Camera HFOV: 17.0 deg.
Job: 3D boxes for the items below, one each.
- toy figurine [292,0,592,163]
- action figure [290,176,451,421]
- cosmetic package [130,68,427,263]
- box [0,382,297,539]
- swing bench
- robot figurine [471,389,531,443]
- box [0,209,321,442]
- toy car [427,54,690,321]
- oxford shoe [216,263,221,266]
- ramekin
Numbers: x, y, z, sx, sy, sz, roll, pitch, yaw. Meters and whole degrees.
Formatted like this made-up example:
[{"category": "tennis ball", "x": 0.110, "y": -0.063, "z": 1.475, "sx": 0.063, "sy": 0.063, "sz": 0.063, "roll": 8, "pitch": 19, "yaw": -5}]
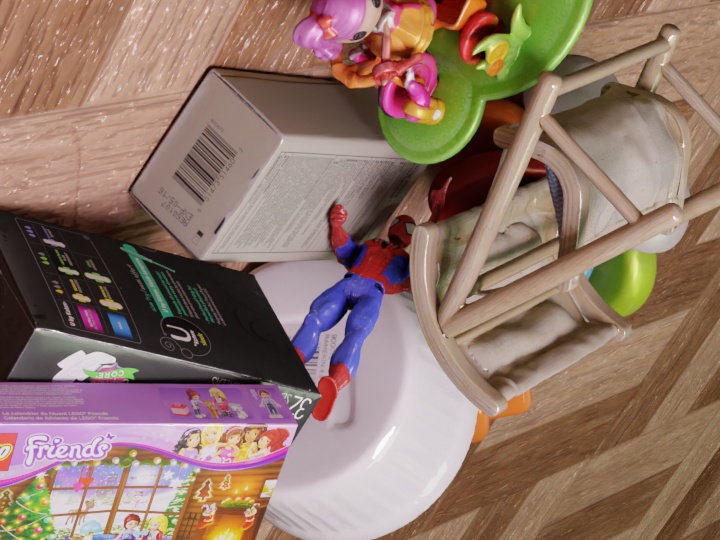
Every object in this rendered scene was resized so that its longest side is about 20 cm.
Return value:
[{"category": "toy figurine", "x": 0.018, "y": -0.168, "z": 1.431, "sx": 0.184, "sy": 0.150, "sz": 0.201, "roll": 10, "pitch": 114, "yaw": -52}, {"category": "action figure", "x": 0.000, "y": 0.000, "z": 1.538, "sx": 0.200, "sy": 0.065, "sz": 0.099, "roll": -54, "pitch": 159, "yaw": -54}, {"category": "cosmetic package", "x": -0.046, "y": -0.065, "z": 1.552, "sx": 0.104, "sy": 0.073, "sz": 0.200, "roll": -54, "pitch": 158, "yaw": 18}, {"category": "box", "x": -0.148, "y": 0.127, "z": 1.356, "sx": 0.199, "sy": 0.039, "sz": 0.137, "roll": 2, "pitch": 126, "yaw": -27}, {"category": "swing bench", "x": 0.143, "y": -0.033, "z": 1.553, "sx": 0.200, "sy": 0.130, "sz": 0.199, "roll": -49, "pitch": 167, "yaw": 31}, {"category": "robot figurine", "x": 0.026, "y": 0.079, "z": 1.806, "sx": 0.199, "sy": 0.145, "sz": 0.117, "roll": -8, "pitch": 165, "yaw": -2}, {"category": "box", "x": -0.155, "y": 0.072, "z": 1.421, "sx": 0.199, "sy": 0.124, "sz": 0.149, "roll": 14, "pitch": 119, "yaw": -36}, {"category": "toy car", "x": 0.126, "y": -0.046, "z": 1.746, "sx": 0.150, "sy": 0.200, "sz": 0.175, "roll": -20, "pitch": 161, "yaw": -41}, {"category": "oxford shoe", "x": -0.088, "y": 0.068, "z": 1.578, "sx": 0.073, "sy": 0.071, "sz": 0.200, "roll": -48, "pitch": -158, "yaw": 10}, {"category": "ramekin", "x": -0.026, "y": 0.084, "z": 1.689, "sx": 0.201, "sy": 0.200, "sz": 0.098, "roll": -48, "pitch": 150, "yaw": 2}]
